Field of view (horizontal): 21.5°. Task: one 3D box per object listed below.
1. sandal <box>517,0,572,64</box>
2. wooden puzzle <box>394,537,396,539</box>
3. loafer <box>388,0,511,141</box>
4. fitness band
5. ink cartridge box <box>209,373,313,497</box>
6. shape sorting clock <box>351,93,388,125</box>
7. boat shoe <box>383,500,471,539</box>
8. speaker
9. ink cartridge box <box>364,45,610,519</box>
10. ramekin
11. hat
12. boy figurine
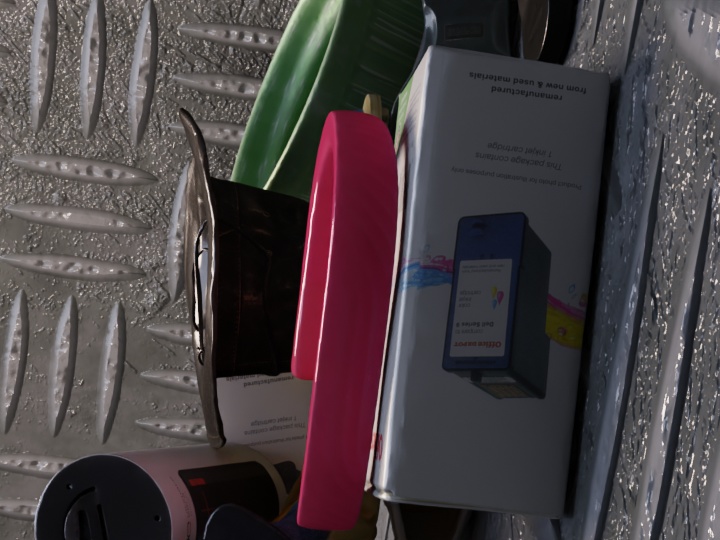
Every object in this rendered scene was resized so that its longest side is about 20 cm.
[{"bbox_3d":[0.088,-0.199,1.012,0.075,0.045,0.201,105,170,-59],"label":"sandal"},{"bbox_3d":[0.028,0.254,1.160,0.185,0.037,0.201,-98,20,-73],"label":"wooden puzzle"},{"bbox_3d":[0.063,-0.114,1.143,0.063,0.071,0.201,58,-141,-65],"label":"loafer"},{"bbox_3d":[-0.008,0.025,0.903,0.144,0.037,0.201,-104,19,-72],"label":"fitness band"},{"bbox_3d":[-0.050,0.162,1.242,0.145,0.084,0.202,113,149,-82],"label":"ink cartridge box"},{"bbox_3d":[0.000,0.000,1.083,0.200,0.039,0.202,-177,90,-84],"label":"shape sorting clock"},{"bbox_3d":[0.042,0.090,1.031,0.201,0.070,0.070,99,166,-48],"label":"boat shoe"},{"bbox_3d":[-0.108,0.140,1.072,0.200,0.081,0.082,14,-97,-74],"label":"speaker"},{"bbox_3d":[0.053,0.010,0.891,0.145,0.087,0.202,142,136,-84],"label":"ink cartridge box"},{"bbox_3d":[-0.006,-0.103,1.249,0.200,0.097,0.201,-158,90,-76],"label":"ramekin"},{"bbox_3d":[-0.059,0.000,1.100,0.201,0.080,0.202,175,90,-83],"label":"hat"},{"bbox_3d":[-0.032,0.143,1.054,0.125,0.064,0.200,-56,-9,16],"label":"boy figurine"}]
